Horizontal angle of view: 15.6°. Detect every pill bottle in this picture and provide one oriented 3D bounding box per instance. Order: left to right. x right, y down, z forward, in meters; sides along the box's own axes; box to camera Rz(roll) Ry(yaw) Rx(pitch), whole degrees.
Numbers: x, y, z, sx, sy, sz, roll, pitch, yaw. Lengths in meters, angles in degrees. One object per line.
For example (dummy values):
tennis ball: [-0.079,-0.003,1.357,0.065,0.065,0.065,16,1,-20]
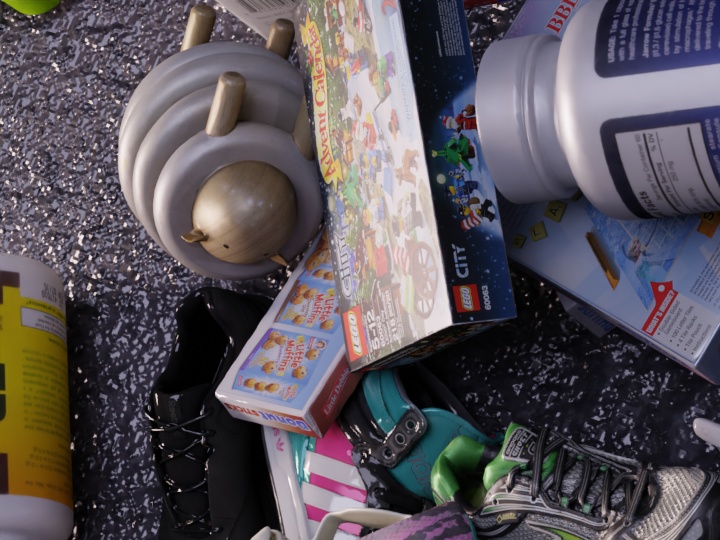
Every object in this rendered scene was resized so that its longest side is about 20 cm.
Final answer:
pill bottle: [-0.221,0.098,1.514,0.109,0.109,0.202,-13,70,22]
pill bottle: [0.161,-0.083,1.264,0.199,0.111,0.112,-6,72,25]

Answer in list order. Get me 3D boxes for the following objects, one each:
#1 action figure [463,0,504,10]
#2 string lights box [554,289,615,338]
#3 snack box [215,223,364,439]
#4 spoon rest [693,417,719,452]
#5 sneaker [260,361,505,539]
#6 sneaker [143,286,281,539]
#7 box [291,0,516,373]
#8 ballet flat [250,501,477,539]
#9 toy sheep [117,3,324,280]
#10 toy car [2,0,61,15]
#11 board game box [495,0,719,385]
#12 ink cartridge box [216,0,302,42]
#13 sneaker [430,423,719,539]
action figure: [0.105,-0.193,1.345,0.199,0.099,0.066,-19,64,17]
string lights box: [0.175,-0.066,1.402,0.199,0.059,0.103,-35,62,12]
snack box: [0.000,0.000,1.440,0.072,0.024,0.201,11,59,43]
spoon rest: [0.167,0.176,1.343,0.099,0.060,0.201,23,99,31]
sneaker: [0.025,0.126,1.407,0.120,0.083,0.201,-29,63,26]
sneaker: [-0.089,0.104,1.460,0.075,0.091,0.202,-5,74,23]
box: [0.019,-0.058,1.346,0.136,0.037,0.202,151,112,-64]
ballet flat: [-0.024,0.161,1.346,0.199,0.069,0.072,-18,54,28]
toy sheep: [-0.075,-0.069,1.481,0.138,0.138,0.200,-37,29,11]
toy car: [-0.266,-0.274,1.632,0.200,0.164,0.158,32,90,42]
board game box: [0.153,-0.074,1.356,0.199,0.041,0.201,32,89,32]
ink cartridge box: [-0.032,-0.210,1.464,0.144,0.200,0.084,-11,70,22]
sneaker: [0.104,0.119,1.292,0.199,0.085,0.078,-8,34,50]
